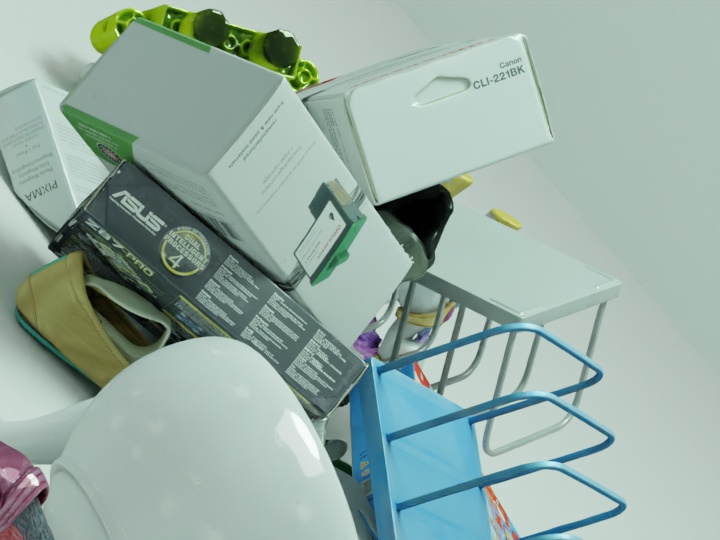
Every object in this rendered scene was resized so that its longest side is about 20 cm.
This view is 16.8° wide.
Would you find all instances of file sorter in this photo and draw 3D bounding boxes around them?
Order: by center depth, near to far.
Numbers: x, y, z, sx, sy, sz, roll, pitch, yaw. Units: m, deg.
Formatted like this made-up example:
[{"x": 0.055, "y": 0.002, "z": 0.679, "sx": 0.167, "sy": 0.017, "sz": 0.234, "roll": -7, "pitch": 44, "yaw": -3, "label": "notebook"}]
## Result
[{"x": 0.093, "y": 0.150, "z": 1.529, "sx": 0.139, "sy": 0.123, "sz": 0.200, "roll": 32, "pitch": 44, "yaw": -54, "label": "file sorter"}, {"x": 0.067, "y": 0.036, "z": 1.860, "sx": 0.200, "sy": 0.125, "sz": 0.139, "roll": 28, "pitch": 25, "yaw": 30, "label": "file sorter"}]

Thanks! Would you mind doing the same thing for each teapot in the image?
[{"x": -0.096, "y": 0.140, "z": 1.257, "sx": 0.197, "sy": 0.146, "sz": 0.200, "roll": 67, "pitch": -21, "yaw": 0, "label": "teapot"}]

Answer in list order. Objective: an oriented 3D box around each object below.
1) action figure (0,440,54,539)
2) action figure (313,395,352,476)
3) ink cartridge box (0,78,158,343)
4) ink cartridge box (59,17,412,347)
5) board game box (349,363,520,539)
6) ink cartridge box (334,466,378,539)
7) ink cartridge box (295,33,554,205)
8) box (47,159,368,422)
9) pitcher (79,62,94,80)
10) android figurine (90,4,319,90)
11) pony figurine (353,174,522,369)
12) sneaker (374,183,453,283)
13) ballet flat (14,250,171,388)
[{"x": -0.200, "y": 0.077, "z": 1.118, "sx": 0.200, "sy": 0.149, "sz": 0.134, "roll": 34, "pitch": 6, "yaw": 2, "label": "action figure"}, {"x": -0.047, "y": 0.088, "z": 1.778, "sx": 0.118, "sy": 0.055, "sz": 0.200, "roll": 41, "pitch": 10, "yaw": -17, "label": "action figure"}, {"x": -0.180, "y": -0.027, "z": 1.740, "sx": 0.163, "sy": 0.057, "sz": 0.200, "roll": 22, "pitch": 49, "yaw": -64, "label": "ink cartridge box"}, {"x": -0.075, "y": -0.051, "z": 1.543, "sx": 0.146, "sy": 0.084, "sz": 0.200, "roll": 26, "pitch": -19, "yaw": 40, "label": "ink cartridge box"}, {"x": 0.063, "y": 0.187, "z": 1.715, "sx": 0.196, "sy": 0.056, "sz": 0.200, "roll": 59, "pitch": 9, "yaw": -19, "label": "board game box"}, {"x": -0.062, "y": 0.152, "z": 1.488, "sx": 0.200, "sy": 0.068, "sz": 0.115, "roll": 34, "pitch": 20, "yaw": -46, "label": "ink cartridge box"}, {"x": 0.030, "y": -0.107, "z": 1.752, "sx": 0.200, "sy": 0.144, "sz": 0.084, "roll": 3, "pitch": -67, "yaw": 71, "label": "ink cartridge box"}, {"x": -0.101, "y": 0.021, "z": 1.557, "sx": 0.200, "sy": 0.049, "sz": 0.161, "roll": 40, "pitch": -14, "yaw": -6, "label": "box"}, {"x": -0.153, "y": -0.117, "z": 1.938, "sx": 0.172, "sy": 0.121, "sz": 0.200, "roll": 26, "pitch": 3, "yaw": -2, "label": "pitcher"}, {"x": -0.129, "y": -0.177, "z": 1.989, "sx": 0.182, "sy": 0.041, "sz": 0.200, "roll": 14, "pitch": -8, "yaw": -25, "label": "android figurine"}, {"x": 0.020, "y": -0.001, "z": 2.027, "sx": 0.193, "sy": 0.200, "sz": 0.167, "roll": 35, "pitch": 16, "yaw": 16, "label": "pony figurine"}, {"x": 0.000, "y": 0.000, "z": 1.714, "sx": 0.066, "sy": 0.090, "sz": 0.200, "roll": 48, "pitch": 54, "yaw": -11, "label": "sneaker"}, {"x": -0.130, "y": 0.066, "z": 1.539, "sx": 0.200, "sy": 0.063, "sz": 0.069, "roll": 43, "pitch": 16, "yaw": -20, "label": "ballet flat"}]
